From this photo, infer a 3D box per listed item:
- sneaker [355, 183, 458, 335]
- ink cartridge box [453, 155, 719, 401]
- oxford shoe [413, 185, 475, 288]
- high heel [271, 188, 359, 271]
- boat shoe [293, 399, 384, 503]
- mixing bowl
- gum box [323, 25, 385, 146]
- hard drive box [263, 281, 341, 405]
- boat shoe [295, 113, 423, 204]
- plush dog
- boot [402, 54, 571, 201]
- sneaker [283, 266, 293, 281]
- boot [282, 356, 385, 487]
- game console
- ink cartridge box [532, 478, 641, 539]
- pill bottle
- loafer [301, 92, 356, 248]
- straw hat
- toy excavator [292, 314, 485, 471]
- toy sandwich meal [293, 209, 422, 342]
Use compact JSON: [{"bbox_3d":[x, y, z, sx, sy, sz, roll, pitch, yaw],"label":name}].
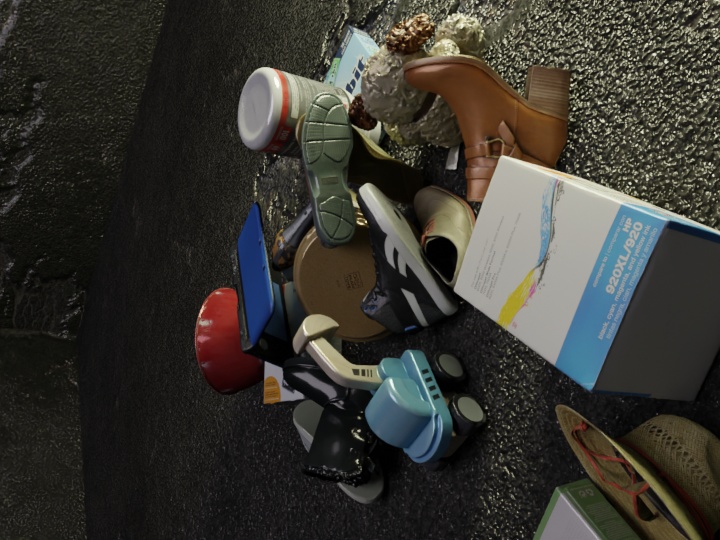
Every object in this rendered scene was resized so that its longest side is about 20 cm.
[{"bbox_3d":[0.028,-0.002,0.870,0.111,0.201,0.073,-33,6,19],"label":"sneaker"},{"bbox_3d":[0.211,0.001,0.613,0.200,0.145,0.147,39,116,54],"label":"ink cartridge box"},{"bbox_3d":[0.107,-0.049,0.866,0.071,0.074,0.201,-62,36,28],"label":"oxford shoe"},{"bbox_3d":[-0.062,-0.062,1.038,0.071,0.199,0.143,43,107,14],"label":"high heel"},{"bbox_3d":[-0.031,0.281,1.025,0.200,0.070,0.072,41,153,38],"label":"boat shoe"},{"bbox_3d":[-0.206,0.129,1.264,0.107,0.200,0.204,-6,75,23],"label":"mixing bowl"},{"bbox_3d":[-0.008,-0.289,1.145,0.171,0.044,0.201,-60,38,31],"label":"gum box"},{"bbox_3d":[-0.101,0.126,1.166,0.155,0.076,0.204,-23,63,54],"label":"hard drive box"},{"bbox_3d":[-0.004,-0.158,0.956,0.074,0.198,0.063,-65,15,7],"label":"boat shoe"},{"bbox_3d":[0.075,-0.228,0.870,0.201,0.169,0.162,-55,40,34],"label":"plush dog"},{"bbox_3d":[0.133,-0.158,0.768,0.197,0.074,0.158,12,103,16],"label":"boot"},{"bbox_3d":[-0.041,0.016,1.041,0.197,0.076,0.082,2,87,33],"label":"sneaker"},{"bbox_3d":[-0.048,0.218,0.981,0.195,0.073,0.165,2,65,27],"label":"boot"},{"bbox_3d":[-0.137,0.027,1.061,0.117,0.170,0.203,-29,55,23],"label":"game console"},{"bbox_3d":[0.222,0.312,0.591,0.200,0.047,0.148,52,137,49],"label":"ink cartridge box"},{"bbox_3d":[-0.073,-0.223,1.007,0.115,0.197,0.118,-7,81,52],"label":"pill bottle"},{"bbox_3d":[-0.048,-0.128,0.887,0.063,0.071,0.204,154,113,-67],"label":"loafer"},{"bbox_3d":[0.256,0.168,0.550,0.084,0.202,0.201,-33,39,-4],"label":"straw hat"},{"bbox_3d":[0.028,0.142,0.829,0.100,0.197,0.196,-56,39,33],"label":"toy excavator"},{"bbox_3d":[0.000,0.000,0.954,0.070,0.202,0.208,-50,-18,-70],"label":"toy sandwich meal"}]
